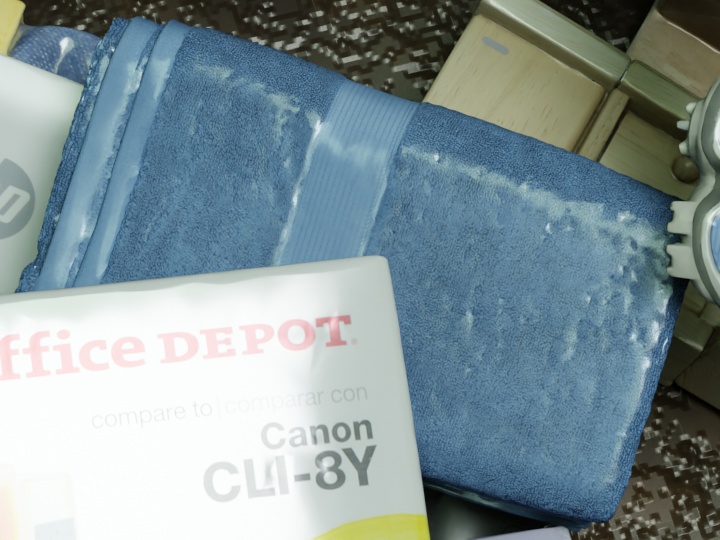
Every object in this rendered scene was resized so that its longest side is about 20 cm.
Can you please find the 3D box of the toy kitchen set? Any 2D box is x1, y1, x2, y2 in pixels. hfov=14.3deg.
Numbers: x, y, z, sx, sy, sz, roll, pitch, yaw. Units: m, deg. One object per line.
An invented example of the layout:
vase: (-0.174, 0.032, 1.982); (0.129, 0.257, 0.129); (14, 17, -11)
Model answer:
toy kitchen set: (0.140, -0.064, 0.937); (0.200, 0.180, 0.163); (31, 69, 0)

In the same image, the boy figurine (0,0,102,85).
boy figurine: (-0.155, -0.061, 0.964); (0.199, 0.064, 0.125); (19, 78, 2)

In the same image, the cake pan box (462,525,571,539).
cake pan box: (-0.013, 0.179, 0.849); (0.184, 0.052, 0.201); (-6, 81, -17)

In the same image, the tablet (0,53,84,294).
tablet: (-0.125, -0.006, 0.932); (0.199, 0.014, 0.130); (20, 106, -3)

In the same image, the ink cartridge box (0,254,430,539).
ink cartridge box: (-0.055, 0.104, 0.782); (0.145, 0.083, 0.201); (-6, 81, -15)

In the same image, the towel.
towel: (0.000, 0.000, 0.881); (0.199, 0.049, 0.112); (19, 90, 9)

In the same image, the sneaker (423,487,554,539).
sneaker: (0.025, 0.077, 0.940); (0.090, 0.076, 0.201); (5, 79, -12)

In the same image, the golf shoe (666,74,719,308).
golf shoe: (0.146, -0.083, 0.817); (0.097, 0.078, 0.201); (5, 99, 26)
